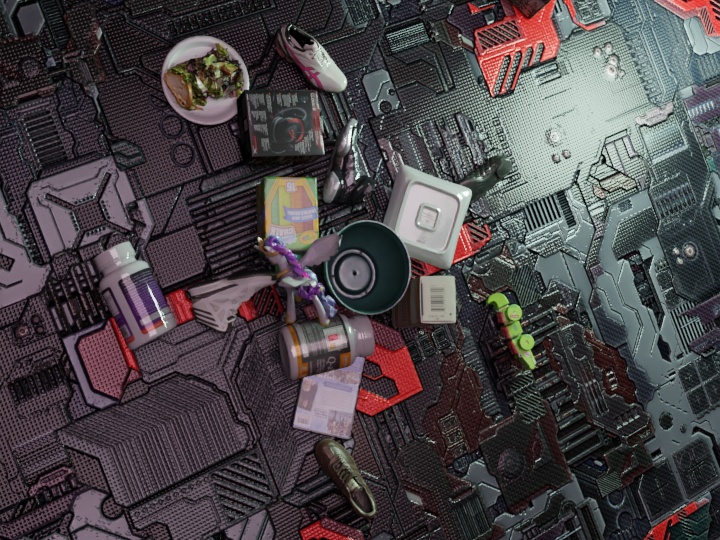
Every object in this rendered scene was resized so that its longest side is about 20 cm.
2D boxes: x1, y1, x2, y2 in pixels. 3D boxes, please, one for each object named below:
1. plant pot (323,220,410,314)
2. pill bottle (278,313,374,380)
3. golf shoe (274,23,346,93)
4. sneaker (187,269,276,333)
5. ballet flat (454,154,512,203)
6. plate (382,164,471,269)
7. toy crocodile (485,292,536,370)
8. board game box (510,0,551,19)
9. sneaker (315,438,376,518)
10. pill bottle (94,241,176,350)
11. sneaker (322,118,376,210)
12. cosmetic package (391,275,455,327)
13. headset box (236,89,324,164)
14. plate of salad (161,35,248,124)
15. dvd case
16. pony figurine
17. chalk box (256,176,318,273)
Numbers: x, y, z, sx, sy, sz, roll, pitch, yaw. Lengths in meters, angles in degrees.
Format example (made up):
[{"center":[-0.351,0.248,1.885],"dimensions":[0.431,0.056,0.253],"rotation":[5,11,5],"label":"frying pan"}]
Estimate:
[{"center":[0.000,0.000,1.723],"dimensions":[0.194,0.134,0.207],"rotation":[2,83,-17],"label":"plant pot"},{"center":[-0.074,0.161,1.674],"dimensions":[0.195,0.116,0.120],"rotation":[-11,87,-17],"label":"pill bottle"},{"center":[-0.110,-0.486,1.767],"dimensions":[0.198,0.092,0.074],"rotation":[36,74,-11],"label":"golf shoe"},{"center":[-0.268,0.069,1.666],"dimensions":[0.195,0.076,0.119],"rotation":[-12,97,0],"label":"sneaker"},{"center":[0.289,-0.219,1.889],"dimensions":[0.197,0.057,0.068],"rotation":[-32,115,-12],"label":"ballet flat"},{"center":[0.157,-0.125,1.820],"dimensions":[0.195,0.032,0.205],"rotation":[17,90,-14],"label":"plate"},{"center":[0.368,0.148,1.855],"dimensions":[0.060,0.067,0.204],"rotation":[-23,89,-12],"label":"toy crocodile"},{"center":[0.477,-0.758,1.919],"dimensions":[0.096,0.200,0.161],"rotation":[38,75,-9],"label":"board game box"},{"center":[-0.024,0.459,1.695],"dimensions":[0.070,0.075,0.202],"rotation":[-37,96,-17],"label":"sneaker"},{"center":[-0.471,0.051,1.586],"dimensions":[0.110,0.111,0.204],"rotation":[-26,92,-18],"label":"pill bottle"},{"center":[-0.013,-0.242,1.780],"dimensions":[0.111,0.075,0.206],"rotation":[18,85,-15],"label":"sneaker"},{"center":[0.139,0.073,1.723],"dimensions":[0.085,0.200,0.107],"rotation":[0,82,-15],"label":"cosmetic package"},{"center":[-0.171,-0.323,1.729],"dimensions":[0.195,0.075,0.153],"rotation":[-6,86,-26],"label":"headset box"},{"center":[-0.345,-0.429,1.712],"dimensions":[0.194,0.048,0.207],"rotation":[2,83,-16],"label":"plate of salad"},{"center":[-0.070,0.269,1.732],"dimensions":[0.139,0.018,0.206],"rotation":[15,79,-15],"label":"dvd case"},{"center":[-0.120,0.016,1.581],"dimensions":[0.167,0.189,0.204],"rotation":[-50,129,-39],"label":"pony figurine"},{"center":[-0.161,-0.093,1.689],"dimensions":[0.121,0.124,0.206],"rotation":[-2,84,-16],"label":"chalk box"}]
